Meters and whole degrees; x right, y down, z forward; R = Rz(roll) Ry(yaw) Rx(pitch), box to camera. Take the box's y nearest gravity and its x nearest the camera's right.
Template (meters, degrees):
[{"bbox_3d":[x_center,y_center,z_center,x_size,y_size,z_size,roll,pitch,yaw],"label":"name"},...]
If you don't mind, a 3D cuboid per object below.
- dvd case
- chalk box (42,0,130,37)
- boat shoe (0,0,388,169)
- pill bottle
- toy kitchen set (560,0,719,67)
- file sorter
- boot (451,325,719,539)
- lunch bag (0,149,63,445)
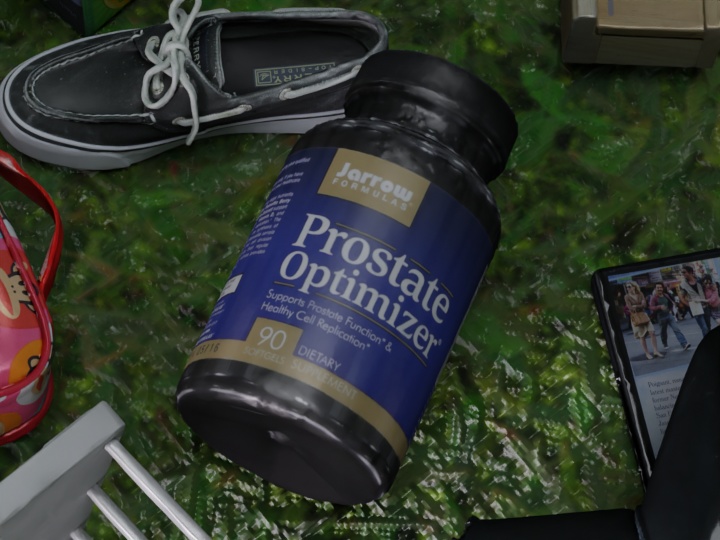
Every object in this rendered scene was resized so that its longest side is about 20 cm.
[{"bbox_3d":[0.203,0.081,1.224,0.142,0.018,0.201,-10,69,-8],"label":"dvd case"},{"bbox_3d":[-0.142,-0.216,1.269,0.125,0.124,0.200,42,70,14],"label":"chalk box"},{"bbox_3d":[-0.083,-0.097,1.252,0.198,0.068,0.074,-1,67,-5],"label":"boat shoe"},{"bbox_3d":[0.000,0.000,1.193,0.111,0.112,0.201,22,67,6],"label":"pill bottle"},{"bbox_3d":[0.106,-0.233,1.263,0.162,0.181,0.201,2,62,-2],"label":"toy kitchen set"},{"bbox_3d":[-0.132,0.179,1.043,0.125,0.200,0.139,46,60,10],"label":"file sorter"},{"bbox_3d":[0.118,0.119,1.145,0.162,0.073,0.199,-14,53,28],"label":"boot"},{"bbox_3d":[-0.229,-0.003,1.194,0.175,0.082,0.201,-20,69,-13],"label":"lunch bag"}]
